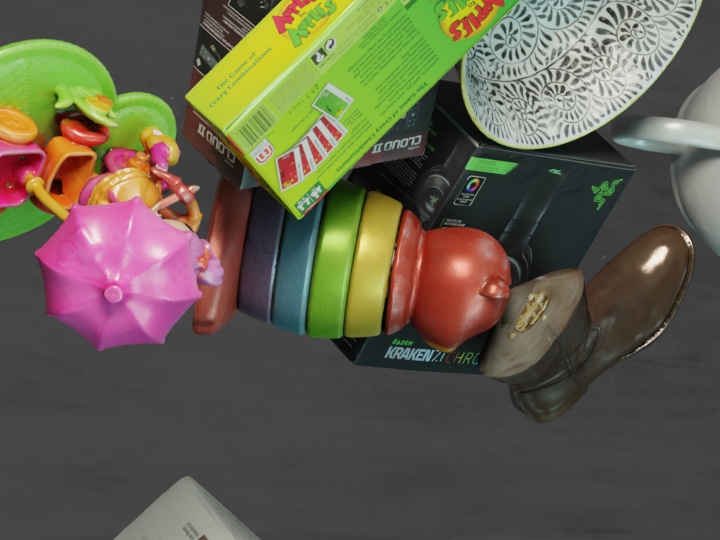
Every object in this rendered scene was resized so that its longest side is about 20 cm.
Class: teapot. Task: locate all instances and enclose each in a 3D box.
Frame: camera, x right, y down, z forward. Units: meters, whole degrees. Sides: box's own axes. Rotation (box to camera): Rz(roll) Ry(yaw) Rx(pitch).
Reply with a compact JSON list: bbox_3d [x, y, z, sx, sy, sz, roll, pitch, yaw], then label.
[{"bbox_3d":[0.295,-0.083,2.028,0.197,0.146,0.200,-48,128,-36],"label":"teapot"}]

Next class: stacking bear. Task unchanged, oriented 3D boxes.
[{"bbox_3d":[0.000,0.000,1.784,0.121,0.199,0.114,-53,152,-86],"label":"stacking bear"}]

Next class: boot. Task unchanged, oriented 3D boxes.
[{"bbox_3d":[0.159,0.020,1.898,0.187,0.064,0.200,-51,160,-4],"label":"boot"}]

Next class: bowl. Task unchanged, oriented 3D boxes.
[{"bbox_3d":[0.125,-0.189,1.806,0.200,0.094,0.201,-23,139,-22],"label":"bowl"}]

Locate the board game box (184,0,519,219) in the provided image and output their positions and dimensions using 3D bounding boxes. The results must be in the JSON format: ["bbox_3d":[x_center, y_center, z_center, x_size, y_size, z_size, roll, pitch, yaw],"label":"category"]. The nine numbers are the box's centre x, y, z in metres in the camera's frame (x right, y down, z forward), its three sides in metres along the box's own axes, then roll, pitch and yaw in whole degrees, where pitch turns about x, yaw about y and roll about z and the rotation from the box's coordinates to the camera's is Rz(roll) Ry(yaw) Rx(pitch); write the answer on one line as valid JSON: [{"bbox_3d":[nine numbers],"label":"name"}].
[{"bbox_3d":[-0.001,-0.137,1.650,0.200,0.048,0.102,-45,139,-3],"label":"board game box"}]

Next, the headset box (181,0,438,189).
[{"bbox_3d":[-0.023,-0.147,1.718,0.148,0.077,0.201,-13,129,-33],"label":"headset box"}]

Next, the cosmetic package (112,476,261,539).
[{"bbox_3d":[-0.104,0.292,2.009,0.165,0.165,0.200,-42,143,-1],"label":"cosmetic package"}]

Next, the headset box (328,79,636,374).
[{"bbox_3d":[0.075,-0.035,1.911,0.174,0.093,0.200,7,121,-46],"label":"headset box"}]

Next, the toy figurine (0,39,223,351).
[{"bbox_3d":[-0.151,-0.027,1.645,0.200,0.184,0.150,1,125,-43],"label":"toy figurine"}]
